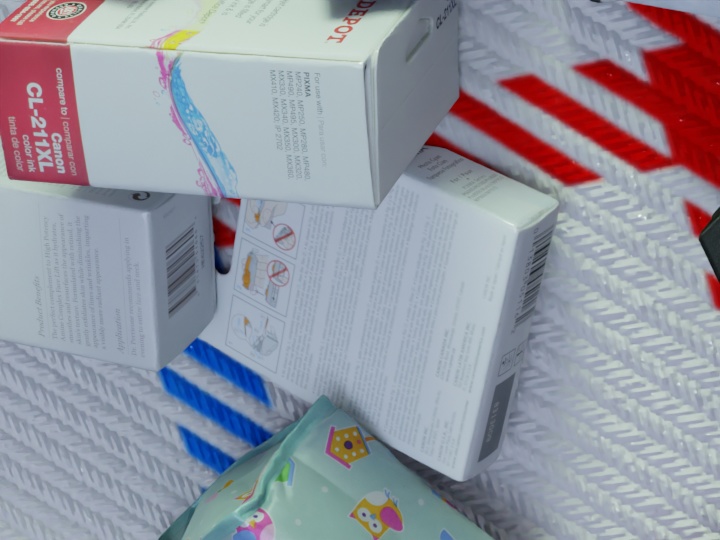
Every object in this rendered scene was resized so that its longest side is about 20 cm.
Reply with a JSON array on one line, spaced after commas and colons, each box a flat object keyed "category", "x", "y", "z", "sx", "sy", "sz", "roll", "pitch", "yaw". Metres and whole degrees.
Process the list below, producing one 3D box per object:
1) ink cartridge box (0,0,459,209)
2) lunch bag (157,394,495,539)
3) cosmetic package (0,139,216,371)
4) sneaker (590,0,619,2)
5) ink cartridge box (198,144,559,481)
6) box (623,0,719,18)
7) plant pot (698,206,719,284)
[{"category": "ink cartridge box", "x": -0.064, "y": -0.102, "z": 1.285, "sx": 0.199, "sy": 0.146, "sz": 0.083, "roll": 6, "pitch": 118, "yaw": 19}, {"category": "lunch bag", "x": -0.027, "y": 0.185, "z": 1.432, "sx": 0.170, "sy": 0.122, "sz": 0.200, "roll": 41, "pitch": 143, "yaw": -7}, {"category": "cosmetic package", "x": -0.184, "y": -0.018, "z": 1.412, "sx": 0.199, "sy": 0.074, "sz": 0.102, "roll": 12, "pitch": 120, "yaw": 22}, {"category": "sneaker", "x": 0.184, "y": -0.179, "z": 1.152, "sx": 0.108, "sy": 0.067, "sz": 0.202, "roll": 35, "pitch": 119, "yaw": 7}, {"category": "ink cartridge box", "x": 0.000, "y": 0.000, "z": 1.384, "sx": 0.199, "sy": 0.047, "sz": 0.161, "roll": 27, "pitch": 124, "yaw": 26}, {"category": "box", "x": 0.190, "y": -0.186, "z": 1.209, "sx": 0.199, "sy": 0.038, "sz": 0.137, "roll": 12, "pitch": 119, "yaw": 15}, {"category": "plant pot", "x": 0.274, "y": -0.024, "z": 1.138, "sx": 0.177, "sy": 0.200, "sz": 0.200, "roll": 43, "pitch": 148, "yaw": 3}]
